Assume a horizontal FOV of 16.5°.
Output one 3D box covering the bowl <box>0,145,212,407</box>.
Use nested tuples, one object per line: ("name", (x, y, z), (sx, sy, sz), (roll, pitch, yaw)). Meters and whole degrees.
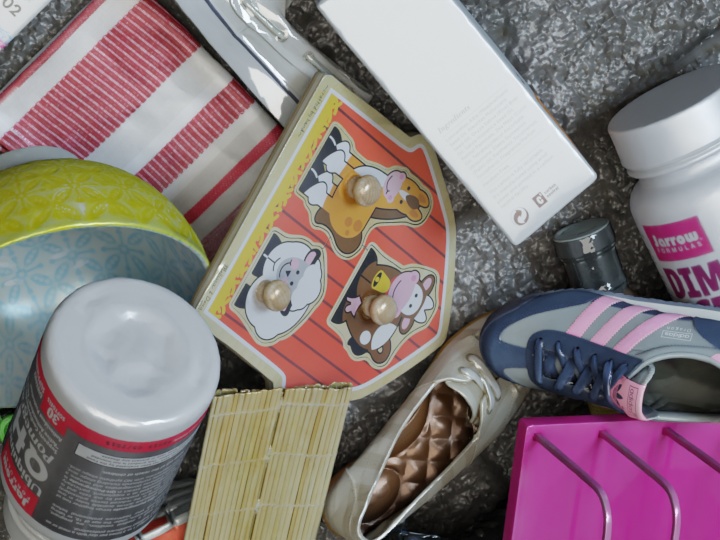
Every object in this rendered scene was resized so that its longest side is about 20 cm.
("bowl", (-0.199, -0.012, 1.559), (0.199, 0.200, 0.108), (-21, 60, 3))

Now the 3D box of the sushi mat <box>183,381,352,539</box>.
("sushi mat", (-0.067, 0.154, 1.615), (0.095, 0.012, 0.201), (0, 125, -21))

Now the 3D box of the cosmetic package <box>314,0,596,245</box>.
("cosmetic package", (0.058, -0.121, 1.579), (0.071, 0.101, 0.200), (-39, 103, 6))

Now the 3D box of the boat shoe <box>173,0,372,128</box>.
("boat shoe", (-0.070, -0.165, 1.579), (0.066, 0.072, 0.200), (-40, 103, 3))

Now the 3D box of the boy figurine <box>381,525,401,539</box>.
("boy figurine", (0.081, 0.254, 1.696), (0.199, 0.064, 0.125), (34, 98, -7))

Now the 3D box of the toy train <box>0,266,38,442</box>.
("toy train", (-0.235, 0.050, 1.643), (0.056, 0.042, 0.201), (-25, 104, -7))

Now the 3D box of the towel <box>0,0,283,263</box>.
("towel", (-0.134, -0.076, 1.623), (0.144, 0.023, 0.200), (-43, 102, 7))

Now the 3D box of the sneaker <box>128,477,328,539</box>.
("sneaker", (-0.105, 0.183, 1.665), (0.199, 0.077, 0.082), (-23, 111, 4))

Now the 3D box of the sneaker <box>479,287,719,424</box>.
("sneaker", (0.161, 0.059, 1.565), (0.198, 0.082, 0.071), (1, 118, 22))

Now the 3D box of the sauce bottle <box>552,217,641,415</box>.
("sauce bottle", (0.176, 0.065, 1.650), (0.064, 0.065, 0.201), (-19, 106, 2))

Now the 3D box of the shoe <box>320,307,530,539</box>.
("shoe", (0.056, 0.105, 1.644), (0.070, 0.053, 0.200), (44, 84, -13))

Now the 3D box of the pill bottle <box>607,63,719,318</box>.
("pill bottle", (0.243, -0.024, 1.605), (0.113, 0.113, 0.201), (-26, 103, 4))

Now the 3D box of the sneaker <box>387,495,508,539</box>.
("sneaker", (0.078, 0.177, 1.633), (0.111, 0.073, 0.201), (31, 67, -12))

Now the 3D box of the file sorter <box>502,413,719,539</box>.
("file sorter", (0.204, 0.176, 1.554), (0.198, 0.125, 0.140), (-1, 109, -22))

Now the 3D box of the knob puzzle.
("knob puzzle", (0.000, 0.000, 1.593), (0.219, 0.030, 0.222), (-13, 110, -39))

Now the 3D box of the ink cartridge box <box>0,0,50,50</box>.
("ink cartridge box", (-0.256, -0.191, 1.564), (0.200, 0.068, 0.115), (-43, 102, 8))

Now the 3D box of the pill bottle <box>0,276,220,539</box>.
("pill bottle", (-0.163, 0.103, 1.550), (0.110, 0.111, 0.200), (19, 140, -7))
